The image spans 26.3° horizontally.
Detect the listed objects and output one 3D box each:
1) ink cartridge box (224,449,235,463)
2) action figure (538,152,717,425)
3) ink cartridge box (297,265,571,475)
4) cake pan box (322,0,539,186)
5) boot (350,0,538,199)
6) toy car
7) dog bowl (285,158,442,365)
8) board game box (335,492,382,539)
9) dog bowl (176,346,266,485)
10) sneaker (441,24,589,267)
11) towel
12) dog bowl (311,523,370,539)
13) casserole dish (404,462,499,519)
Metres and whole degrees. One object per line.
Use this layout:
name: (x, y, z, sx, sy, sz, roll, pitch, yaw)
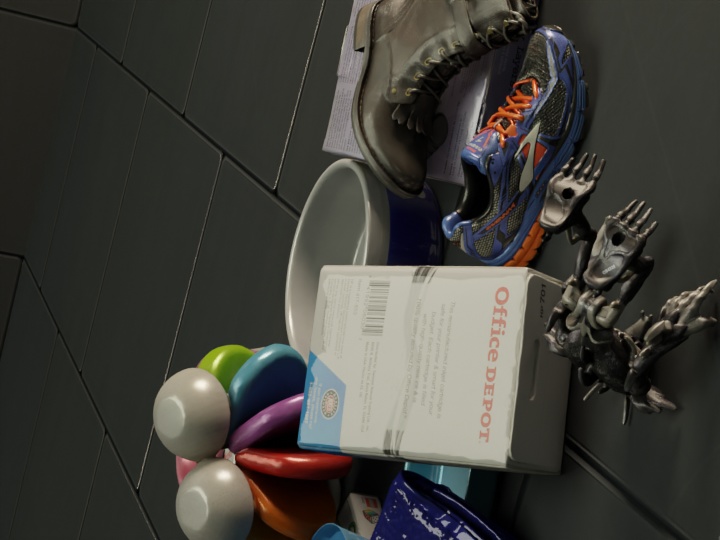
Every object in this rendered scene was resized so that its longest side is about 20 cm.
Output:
ink cartridge box: (-0.103, 0.271, 1.551, 0.148, 0.085, 0.202, 129, 146, -75)
action figure: (0.175, 0.018, 1.019, 0.119, 0.102, 0.201, 40, 162, 35)
ink cartridge box: (0.058, 0.075, 1.186, 0.198, 0.086, 0.148, 1, 79, 37)
cake pan box: (0.061, -0.184, 1.361, 0.183, 0.052, 0.202, 14, 95, 41)
boot: (0.073, -0.176, 1.267, 0.173, 0.069, 0.202, -21, 69, 41)
toy car: (-0.079, 0.156, 1.398, 0.149, 0.174, 0.202, -25, 75, 38)
dog bowl: (0.000, 0.000, 1.470, 0.200, 0.078, 0.202, -169, 90, -68)
board game box: (0.001, 0.317, 1.381, 0.201, 0.034, 0.127, -109, 37, -50)
dog bowl: (-0.151, 0.182, 1.755, 0.200, 0.073, 0.202, -170, 90, -68)
sneaker: (0.122, -0.097, 1.223, 0.075, 0.078, 0.202, -144, 68, -65)
towel: (0.054, 0.273, 1.201, 0.147, 0.049, 0.201, 38, 116, 32)
dog bowl: (-0.027, 0.316, 1.339, 0.112, 0.049, 0.202, -120, 46, -58)
casserole dish: (0.081, 0.141, 1.267, 0.121, 0.038, 0.202, 179, 100, -67)
